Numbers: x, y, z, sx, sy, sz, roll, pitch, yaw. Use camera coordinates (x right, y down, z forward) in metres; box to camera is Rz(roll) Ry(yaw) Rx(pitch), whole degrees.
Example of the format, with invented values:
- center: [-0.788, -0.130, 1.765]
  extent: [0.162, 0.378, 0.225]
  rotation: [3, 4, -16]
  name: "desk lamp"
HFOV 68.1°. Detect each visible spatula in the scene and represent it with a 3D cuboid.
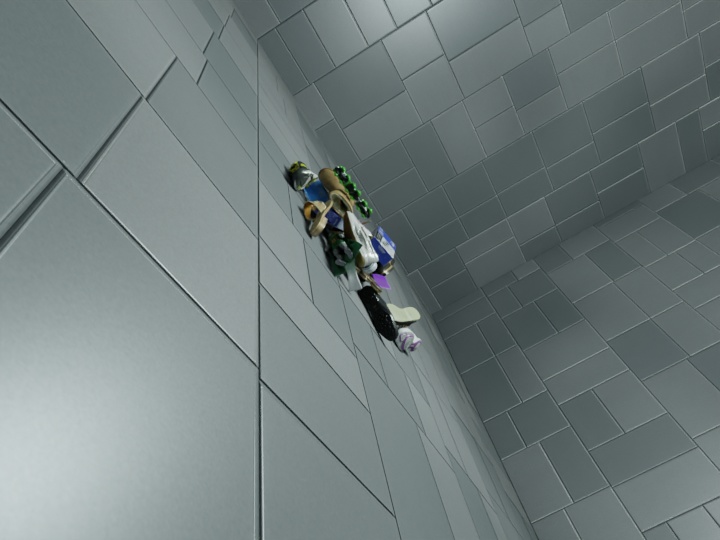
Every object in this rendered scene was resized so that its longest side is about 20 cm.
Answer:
- center: [0.035, 0.004, 1.761]
  extent: [0.056, 0.021, 0.200]
  rotation: [12, 20, -36]
  name: "spatula"

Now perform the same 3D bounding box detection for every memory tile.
- center: [0.000, 0.000, 1.747]
  extent: [0.153, 0.017, 0.200]
  rotation: [43, 5, -19]
  name: "memory tile"

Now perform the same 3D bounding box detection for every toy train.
- center: [-0.025, -0.252, 1.708]
  extent: [0.200, 0.042, 0.056]
  rotation: [56, 1, -20]
  name: "toy train"

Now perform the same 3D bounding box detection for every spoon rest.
- center: [-0.036, -0.035, 1.613]
  extent: [0.061, 0.099, 0.200]
  rotation: [80, -5, -55]
  name: "spoon rest"

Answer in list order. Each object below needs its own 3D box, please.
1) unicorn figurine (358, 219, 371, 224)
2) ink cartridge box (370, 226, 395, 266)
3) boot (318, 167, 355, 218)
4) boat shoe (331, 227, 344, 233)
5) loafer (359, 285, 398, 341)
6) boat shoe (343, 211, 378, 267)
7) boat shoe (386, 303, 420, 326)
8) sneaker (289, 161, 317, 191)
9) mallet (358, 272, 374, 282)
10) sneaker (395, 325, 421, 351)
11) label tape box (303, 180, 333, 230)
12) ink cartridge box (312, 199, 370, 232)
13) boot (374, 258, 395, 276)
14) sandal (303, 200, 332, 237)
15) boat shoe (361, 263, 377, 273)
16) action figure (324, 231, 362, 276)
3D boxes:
- center: [-0.030, -0.136, 1.943]
  extent: [0.200, 0.074, 0.138]
  rotation: [-139, -143, -57]
  name: "unicorn figurine"
- center: [0.069, -0.085, 1.775]
  extent: [0.094, 0.044, 0.200]
  rotation: [49, 14, -7]
  name: "ink cartridge box"
- center: [-0.079, -0.256, 1.729]
  extent: [0.175, 0.066, 0.200]
  rotation: [45, 13, -8]
  name: "boot"
- center: [-0.066, -0.105, 1.777]
  extent: [0.200, 0.072, 0.065]
  rotation: [-56, 156, -81]
  name: "boat shoe"
- center: [0.066, 0.135, 1.689]
  extent: [0.201, 0.068, 0.070]
  rotation: [59, 15, 24]
  name: "loafer"
- center: [0.001, -0.096, 1.596]
  extent: [0.071, 0.069, 0.200]
  rotation: [111, -34, -53]
  name: "boat shoe"
- center: [0.128, 0.164, 1.885]
  extent: [0.201, 0.063, 0.074]
  rotation: [10, 47, -47]
  name: "boat shoe"
- center: [-0.196, -0.303, 1.683]
  extent: [0.085, 0.074, 0.200]
  rotation: [44, 6, -2]
  name: "sneaker"
- center: [0.050, 0.089, 1.912]
  extent: [0.041, 0.066, 0.200]
  rotation: [-44, 119, -72]
  name: "mallet"
- center: [0.151, 0.239, 1.924]
  extent: [0.100, 0.075, 0.200]
  rotation: [42, 0, 26]
  name: "sneaker"
- center: [-0.124, -0.230, 1.833]
  extent: [0.143, 0.066, 0.200]
  rotation: [64, 7, 31]
  name: "label tape box"
- center: [-0.068, -0.166, 1.720]
  extent: [0.200, 0.042, 0.119]
  rotation: [20, 19, -43]
  name: "ink cartridge box"
- center: [0.049, -0.048, 1.852]
  extent: [0.138, 0.077, 0.200]
  rotation: [53, 13, -10]
  name: "boot"
- center: [-0.133, -0.174, 1.545]
  extent: [0.070, 0.078, 0.212]
  rotation: [38, 25, -18]
  name: "sandal"
- center: [0.002, -0.065, 1.721]
  extent: [0.071, 0.072, 0.200]
  rotation: [61, -4, -31]
  name: "boat shoe"
- center: [-0.065, -0.070, 1.564]
  extent: [0.055, 0.118, 0.200]
  rotation: [42, 6, -27]
  name: "action figure"
